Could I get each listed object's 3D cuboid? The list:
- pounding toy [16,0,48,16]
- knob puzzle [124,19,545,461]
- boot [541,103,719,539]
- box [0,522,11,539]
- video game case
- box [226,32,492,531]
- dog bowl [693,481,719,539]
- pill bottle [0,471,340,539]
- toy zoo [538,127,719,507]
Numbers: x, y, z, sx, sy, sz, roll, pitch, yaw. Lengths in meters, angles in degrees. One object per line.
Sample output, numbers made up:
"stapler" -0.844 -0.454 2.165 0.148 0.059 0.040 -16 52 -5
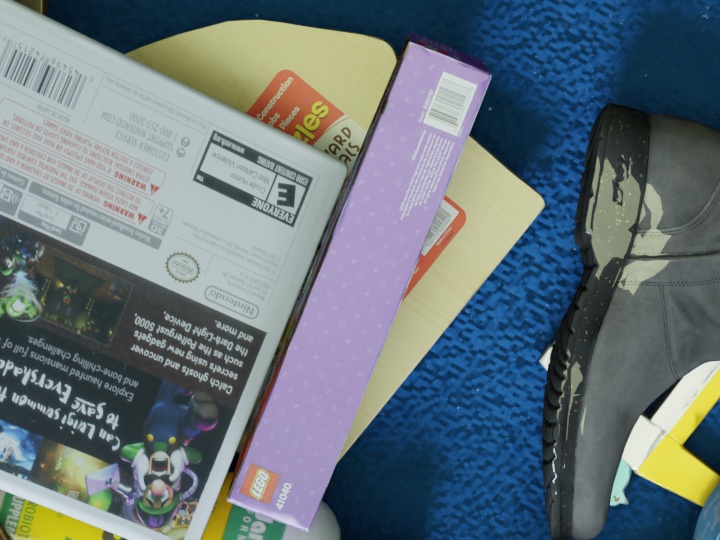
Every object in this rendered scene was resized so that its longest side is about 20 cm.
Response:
"pounding toy" -0.216 -0.165 1.142 0.142 0.200 0.185 1 92 3
"knob puzzle" -0.047 -0.025 1.223 0.219 0.030 0.220 1 95 6
"boot" 0.153 0.030 1.181 0.131 0.070 0.201 10 97 -2
"box" -0.220 0.183 1.145 0.200 0.021 0.164 -29 96 12
"video game case" -0.121 0.001 1.097 0.200 0.023 0.182 25 83 -27
"box" 0.000 0.000 1.135 0.039 0.137 0.200 22 96 -1
"dog bowl" 0.229 0.098 1.193 0.200 0.050 0.111 -43 110 1
"pill bottle" -0.075 0.142 1.191 0.200 0.113 0.113 15 93 2
"toy zoo" 0.173 0.027 1.221 0.131 0.020 0.200 37 94 1
